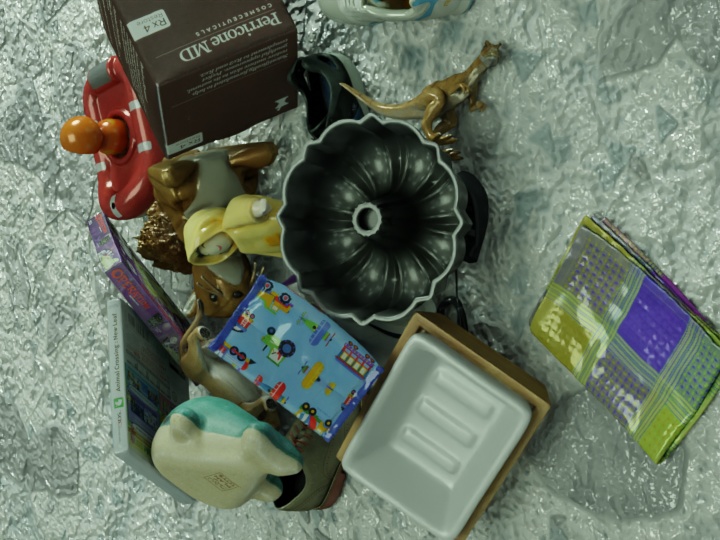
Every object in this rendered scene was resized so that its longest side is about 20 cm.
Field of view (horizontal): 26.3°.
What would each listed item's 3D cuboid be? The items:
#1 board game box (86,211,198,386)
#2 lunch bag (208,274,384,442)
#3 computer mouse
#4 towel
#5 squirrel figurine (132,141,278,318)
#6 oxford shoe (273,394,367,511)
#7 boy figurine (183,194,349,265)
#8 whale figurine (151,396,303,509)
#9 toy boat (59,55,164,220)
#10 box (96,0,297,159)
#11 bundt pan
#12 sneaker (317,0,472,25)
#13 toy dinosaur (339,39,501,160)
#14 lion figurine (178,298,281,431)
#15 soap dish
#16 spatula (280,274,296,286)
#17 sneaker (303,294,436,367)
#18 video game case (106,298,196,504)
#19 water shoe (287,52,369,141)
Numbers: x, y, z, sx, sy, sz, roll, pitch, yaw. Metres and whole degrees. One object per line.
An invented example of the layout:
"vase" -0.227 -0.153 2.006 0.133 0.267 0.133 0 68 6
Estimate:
"board game box" -0.246 0.034 1.797 0.032 0.201 0.120 -30 37 4
"lunch bag" -0.056 0.072 1.565 0.150 0.200 0.094 38 98 -1
"computer mouse" 0.106 -0.002 1.545 0.058 0.034 0.202 25 119 46
"towel" 0.242 0.062 1.412 0.200 0.023 0.144 49 126 30
"squirrel figurine" -0.176 -0.042 1.780 0.199 0.140 0.189 7 111 59
"oxford shoe" -0.046 0.181 1.690 0.070 0.074 0.202 30 116 40
"boy figurine" -0.098 -0.043 1.625 0.198 0.124 0.065 -2 67 14
"whale figurine" -0.136 0.185 1.660 0.199 0.159 0.104 -19 38 50
"toy boat" -0.307 -0.161 1.876 0.130 0.130 0.202 -18 82 46
"box" -0.179 -0.265 1.665 0.201 0.165 0.165 61 166 20
"bundt pan" 0.021 -0.048 1.506 0.200 0.076 0.204 0 89 26
"sneaker" 0.019 -0.287 1.556 0.199 0.080 0.077 3 100 47
"toy dinosaur" 0.073 -0.165 1.545 0.199 0.060 0.107 -20 63 37
"lion figurine" -0.153 0.132 1.766 0.122 0.072 0.201 -32 95 47
"soap dish" 0.083 0.152 1.517 0.157 0.081 0.201 34 122 10
"spatula" 0.000 0.000 1.631 0.198 0.056 0.021 -1 114 32
"sneaker" 0.009 0.059 1.625 0.199 0.076 0.081 25 139 50
"video game case" -0.238 0.152 1.758 0.022 0.200 0.184 -13 63 11
"water shoe" -0.020 -0.134 1.617 0.071 0.078 0.202 -38 68 42
